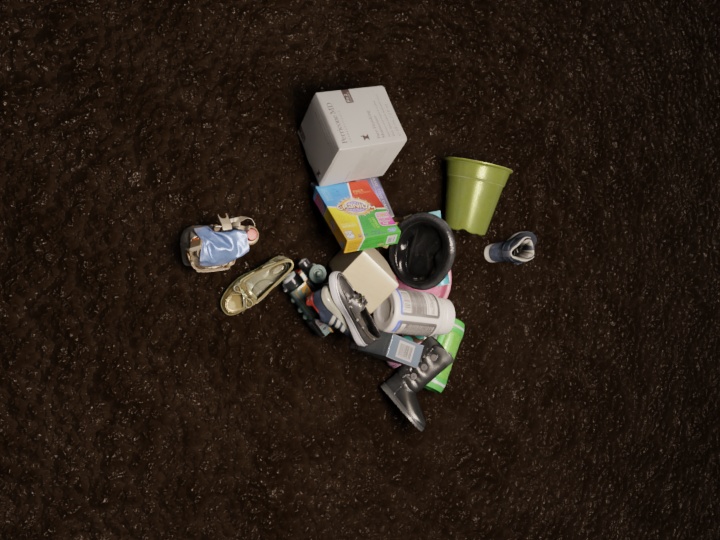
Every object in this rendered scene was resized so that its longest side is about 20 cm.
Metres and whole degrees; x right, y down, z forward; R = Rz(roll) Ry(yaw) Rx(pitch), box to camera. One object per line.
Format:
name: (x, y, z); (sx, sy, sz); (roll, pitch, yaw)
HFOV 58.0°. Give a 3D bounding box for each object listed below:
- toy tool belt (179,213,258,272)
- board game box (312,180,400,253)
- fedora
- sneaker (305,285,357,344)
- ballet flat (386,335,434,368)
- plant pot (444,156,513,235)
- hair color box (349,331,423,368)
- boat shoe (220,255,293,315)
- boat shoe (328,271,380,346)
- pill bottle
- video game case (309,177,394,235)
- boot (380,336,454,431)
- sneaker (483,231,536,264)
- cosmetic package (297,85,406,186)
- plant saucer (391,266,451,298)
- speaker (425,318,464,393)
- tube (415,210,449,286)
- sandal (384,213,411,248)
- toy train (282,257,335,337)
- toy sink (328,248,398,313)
toy tool belt: (-0.310, -0.066, 1.493); (0.197, 0.122, 0.128); (-16, 96, -29)
board game box: (-0.012, -0.137, 1.602); (0.150, 0.041, 0.201); (-11, 50, -27)
fedora: (0.171, -0.054, 1.706); (0.091, 0.197, 0.205); (-19, 99, -63)
sneaker: (-0.061, 0.113, 1.583); (0.201, 0.083, 0.076); (54, 34, -35)
ballet flat: (0.148, 0.196, 1.781); (0.199, 0.069, 0.072); (-36, 137, -18)
plant pot: (0.312, -0.203, 1.828); (0.196, 0.199, 0.194); (9, 95, -28)
hair color box: (0.063, 0.193, 1.651); (0.098, 0.199, 0.062); (24, 79, -26)
boat shoe: (-0.246, 0.035, 1.548); (0.199, 0.063, 0.074); (-34, 102, -15)
boat shoe: (-0.009, 0.088, 1.530); (0.203, 0.065, 0.070); (67, 28, -16)
pill bottle: (0.141, 0.111, 1.680); (0.197, 0.113, 0.117); (9, 84, -31)
video game case: (-0.021, -0.181, 1.693); (0.197, 0.019, 0.145); (-16, 76, -29)
boot: (0.175, 0.298, 1.725); (0.200, 0.066, 0.165); (-42, 76, -5)
sneaker: (0.487, -0.071, 1.933); (0.199, 0.145, 0.078); (-21, 96, -29)
cosmetic package: (-0.024, -0.334, 1.615); (0.197, 0.165, 0.167); (-15, 72, -29)
plant saucer: (0.161, 0.022, 1.798); (0.197, 0.051, 0.206); (1, 88, -30)
speaker: (0.224, 0.231, 1.808); (0.087, 0.088, 0.203); (28, 75, -25)
tube: (0.201, -0.059, 1.771); (0.076, 0.050, 0.205); (-10, 90, -24)
sandal: (0.070, -0.096, 1.724); (0.210, 0.077, 0.071); (-21, 106, -44)
toy train: (-0.110, 0.070, 1.629); (0.114, 0.085, 0.201); (-40, 107, -14)
toy sink: (0.000, 0.000, 1.660); (0.112, 0.201, 0.130); (-44, 111, 9)
